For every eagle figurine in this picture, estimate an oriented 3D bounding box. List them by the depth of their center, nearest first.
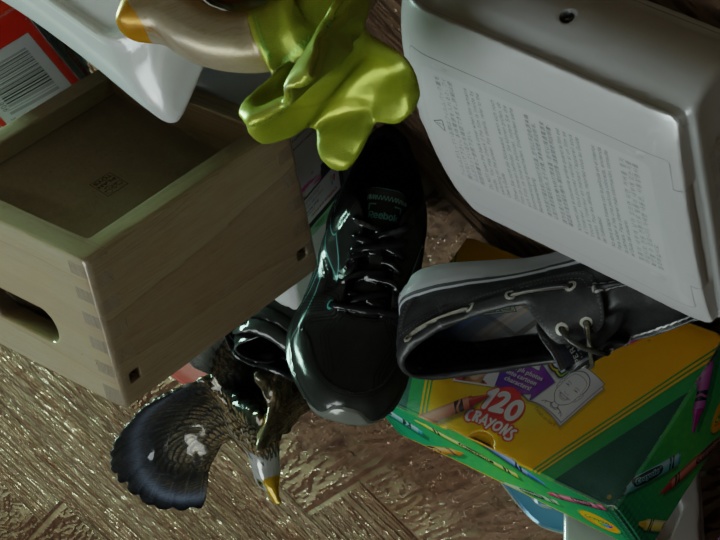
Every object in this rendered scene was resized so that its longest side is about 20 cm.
[{"bbox_3d":[-0.093,0.106,1.548,0.151,0.152,0.200,16,167,-27],"label":"eagle figurine"}]

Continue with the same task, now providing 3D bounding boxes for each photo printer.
[{"bbox_3d":[0.108,-0.075,1.043,0.200,0.069,0.167,27,152,35],"label":"photo printer"}]

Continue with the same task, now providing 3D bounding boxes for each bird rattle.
[{"bbox_3d":[-0.031,-0.158,0.972,0.162,0.201,0.113,13,171,15],"label":"bird rattle"}]

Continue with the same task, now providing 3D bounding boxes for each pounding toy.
[{"bbox_3d":[-0.142,-0.022,1.219,0.200,0.184,0.143,22,135,39],"label":"pounding toy"}]

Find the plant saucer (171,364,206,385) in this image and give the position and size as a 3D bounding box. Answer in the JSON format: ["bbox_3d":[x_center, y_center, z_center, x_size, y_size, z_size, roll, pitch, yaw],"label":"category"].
[{"bbox_3d":[-0.171,0.015,1.697,0.199,0.037,0.200,33,154,25],"label":"plant saucer"}]

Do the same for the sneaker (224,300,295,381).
[{"bbox_3d":[-0.079,0.001,1.442,0.200,0.099,0.071,35,157,24],"label":"sneaker"}]

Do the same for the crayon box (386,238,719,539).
[{"bbox_3d":[0.113,0.068,1.205,0.200,0.119,0.058,22,160,41],"label":"crayon box"}]

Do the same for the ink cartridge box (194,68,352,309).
[{"bbox_3d":[-0.080,-0.089,1.309,0.145,0.084,0.200,32,153,26],"label":"ink cartridge box"}]

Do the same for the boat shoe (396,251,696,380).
[{"bbox_3d":[0.107,0.026,1.125,0.199,0.066,0.070,-5,138,24],"label":"boat shoe"}]

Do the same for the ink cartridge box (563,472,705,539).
[{"bbox_3d":[0.174,0.200,1.284,0.082,0.147,0.200,-2,141,10],"label":"ink cartridge box"}]

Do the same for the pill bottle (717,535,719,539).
[{"bbox_3d":[0.257,0.143,1.113,0.111,0.111,0.200,37,155,16],"label":"pill bottle"}]

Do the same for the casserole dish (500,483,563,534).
[{"bbox_3d":[0.115,0.113,1.389,0.200,0.039,0.121,55,154,-21],"label":"casserole dish"}]

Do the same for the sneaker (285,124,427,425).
[{"bbox_3d":[0.000,0.000,1.218,0.075,0.201,0.079,9,139,-3],"label":"sneaker"}]

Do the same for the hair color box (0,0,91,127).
[{"bbox_3d":[-0.234,-0.188,1.286,0.200,0.064,0.111,65,-173,34],"label":"hair color box"}]

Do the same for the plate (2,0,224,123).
[{"bbox_3d":[-0.132,-0.210,1.081,0.199,0.201,0.032,37,-159,30],"label":"plate"}]
